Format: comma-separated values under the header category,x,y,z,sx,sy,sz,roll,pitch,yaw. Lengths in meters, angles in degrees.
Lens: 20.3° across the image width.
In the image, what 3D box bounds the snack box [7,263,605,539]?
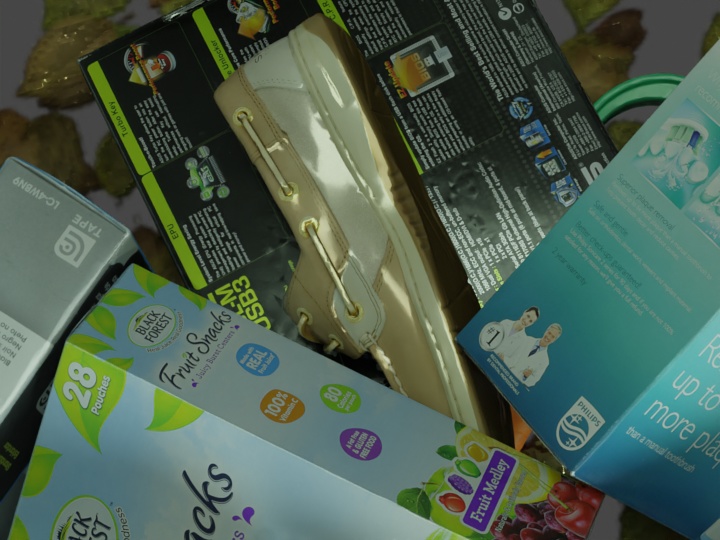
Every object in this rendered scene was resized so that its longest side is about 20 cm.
category,x,y,z,sx,sy,sz,roll,pitch,yaw
snack box,-0.032,0.117,0.765,0.199,0.169,0.068,25,34,7

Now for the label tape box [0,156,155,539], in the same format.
category,x,y,z,sx,sy,sz,roll,pitch,yaw
label tape box,-0.156,0.072,0.798,0.066,0.143,0.201,29,77,12

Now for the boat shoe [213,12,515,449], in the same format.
category,x,y,z,sx,sy,sz,roll,pitch,yaw
boat shoe,0.000,0.000,0.806,0.069,0.074,0.201,-25,78,13

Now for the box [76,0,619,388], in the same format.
category,x,y,z,sx,sy,sz,roll,pitch,yaw
box,0.004,-0.046,0.872,0.192,0.048,0.201,-28,75,-1

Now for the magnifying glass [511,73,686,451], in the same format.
category,x,y,z,sx,sy,sz,roll,pitch,yaw
magnifying glass,0.102,0.002,0.886,0.079,0.022,0.201,31,76,7

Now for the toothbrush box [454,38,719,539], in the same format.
category,x,y,z,sx,sy,sz,roll,pitch,yaw
toothbrush box,0.157,-0.001,0.766,0.200,0.146,0.085,-49,49,8
